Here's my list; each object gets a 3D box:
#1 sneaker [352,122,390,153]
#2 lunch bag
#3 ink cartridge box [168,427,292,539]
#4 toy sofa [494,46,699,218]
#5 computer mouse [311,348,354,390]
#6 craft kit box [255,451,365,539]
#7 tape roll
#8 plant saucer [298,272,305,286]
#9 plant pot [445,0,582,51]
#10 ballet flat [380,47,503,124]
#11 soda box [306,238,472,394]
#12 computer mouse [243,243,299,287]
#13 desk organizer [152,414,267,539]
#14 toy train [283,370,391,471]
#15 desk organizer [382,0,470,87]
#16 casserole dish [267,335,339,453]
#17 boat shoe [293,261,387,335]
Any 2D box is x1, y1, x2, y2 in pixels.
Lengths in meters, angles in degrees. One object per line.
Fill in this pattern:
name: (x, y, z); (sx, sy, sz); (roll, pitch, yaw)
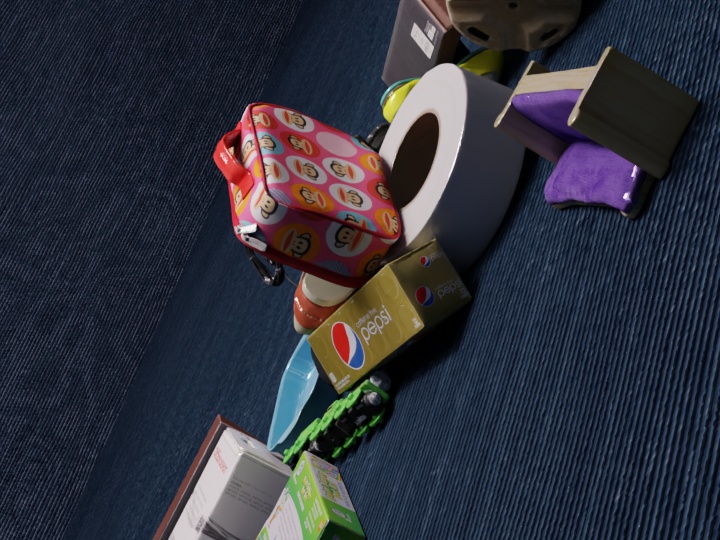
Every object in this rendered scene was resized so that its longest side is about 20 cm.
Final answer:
sneaker: (0.028, -0.107, 1.606); (0.076, 0.090, 0.200); (-59, -6, 21)
lunch bag: (-0.060, -0.081, 1.387); (0.082, 0.175, 0.201); (-59, 24, 27)
ink cartridge box: (-0.151, 0.288, 1.581); (0.202, 0.084, 0.146); (-64, 12, -2)
toy sofa: (0.169, -0.106, 1.111); (0.098, 0.082, 0.200); (-61, 12, -1)
computer mouse: (-0.036, 0.044, 1.540); (0.034, 0.058, 0.202); (-47, 40, 41)
craft kit box: (-0.073, 0.290, 1.349); (0.199, 0.048, 0.200); (-63, 12, 6)
tape roll: (0.079, -0.095, 1.398); (0.203, 0.070, 0.204); (-50, 30, 43)
plant saucer: (0.003, -0.029, 1.675); (0.200, 0.034, 0.201); (-44, 19, 20)
plant pot: (0.160, -0.331, 1.450); (0.200, 0.199, 0.185); (137, 147, -55)
ballet flat: (0.104, -0.186, 1.554); (0.199, 0.067, 0.067); (-26, -27, -42)
soda box: (0.024, 0.046, 1.369); (0.064, 0.068, 0.200); (-27, -9, -33)
computer mouse: (-0.068, 0.025, 1.607); (0.034, 0.200, 0.059); (-18, -40, -48)
desk organizer: (-0.192, 0.286, 1.785); (0.201, 0.071, 0.077); (-62, 10, 0)
toy train: (-0.021, 0.154, 1.444); (0.057, 0.042, 0.200); (-58, 7, -37)
desk organizer: (0.086, -0.258, 1.612); (0.077, 0.072, 0.200); (-34, -15, -18)
casserole dish: (-0.056, 0.131, 1.636); (0.122, 0.039, 0.201); (-56, 13, 29)
boat shoe: (0.000, 0.000, 1.512); (0.200, 0.071, 0.063); (-38, -23, -43)
